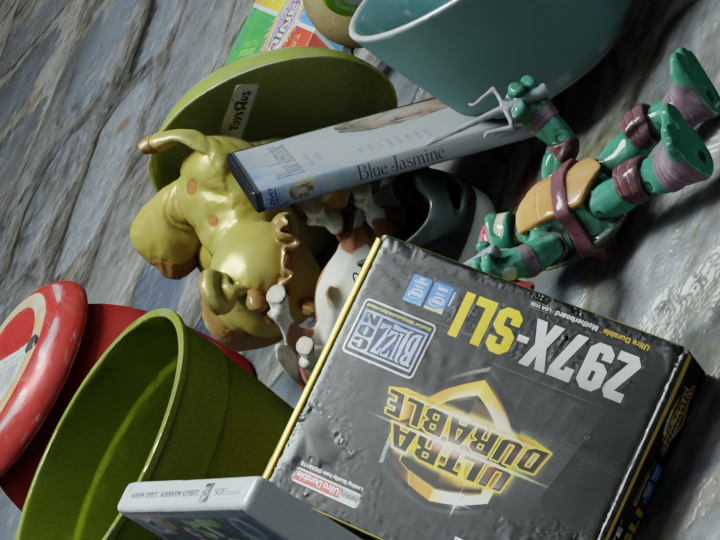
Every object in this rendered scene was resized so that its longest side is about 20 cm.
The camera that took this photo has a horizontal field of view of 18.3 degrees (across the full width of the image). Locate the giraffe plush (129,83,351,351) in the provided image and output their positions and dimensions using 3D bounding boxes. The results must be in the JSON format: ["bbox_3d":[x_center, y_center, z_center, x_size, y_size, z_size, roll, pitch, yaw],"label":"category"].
[{"bbox_3d":[-0.076,-0.013,1.660,0.200,0.172,0.163,90,165,-55],"label":"giraffe plush"}]

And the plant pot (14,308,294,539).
[{"bbox_3d":[-0.087,0.156,1.419,0.200,0.192,0.201,-47,26,31],"label":"plant pot"}]

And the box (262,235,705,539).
[{"bbox_3d":[0.066,0.087,1.213,0.199,0.049,0.160,21,78,29],"label":"box"}]

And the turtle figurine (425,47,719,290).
[{"bbox_3d":[0.121,-0.051,1.342,0.200,0.101,0.150,-29,44,31],"label":"turtle figurine"}]

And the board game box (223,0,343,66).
[{"bbox_3d":[-0.056,-0.214,2.012,0.154,0.040,0.200,-65,22,-11],"label":"board game box"}]

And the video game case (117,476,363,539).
[{"bbox_3d":[-0.020,0.173,1.238,0.182,0.200,0.023,-13,46,62],"label":"video game case"}]

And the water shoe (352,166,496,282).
[{"bbox_3d":[0.023,0.025,1.490,0.071,0.079,0.201,-20,46,59],"label":"water shoe"}]

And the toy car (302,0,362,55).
[{"bbox_3d":[0.017,-0.230,1.792,0.200,0.157,0.165,108,163,-53],"label":"toy car"}]

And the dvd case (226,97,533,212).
[{"bbox_3d":[0.012,-0.087,1.541,0.199,0.018,0.143,-16,16,-7],"label":"dvd case"}]

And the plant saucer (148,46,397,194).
[{"bbox_3d":[-0.070,-0.112,1.713,0.200,0.199,0.031,-44,54,36],"label":"plant saucer"}]

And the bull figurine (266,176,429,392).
[{"bbox_3d":[0.000,0.000,1.551,0.065,0.121,0.201,7,75,33],"label":"bull figurine"}]

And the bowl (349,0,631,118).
[{"bbox_3d":[0.102,-0.176,1.484,0.200,0.105,0.201,-34,18,12],"label":"bowl"}]

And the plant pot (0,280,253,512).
[{"bbox_3d":[-0.207,0.115,1.757,0.200,0.182,0.201,-47,24,28],"label":"plant pot"}]
